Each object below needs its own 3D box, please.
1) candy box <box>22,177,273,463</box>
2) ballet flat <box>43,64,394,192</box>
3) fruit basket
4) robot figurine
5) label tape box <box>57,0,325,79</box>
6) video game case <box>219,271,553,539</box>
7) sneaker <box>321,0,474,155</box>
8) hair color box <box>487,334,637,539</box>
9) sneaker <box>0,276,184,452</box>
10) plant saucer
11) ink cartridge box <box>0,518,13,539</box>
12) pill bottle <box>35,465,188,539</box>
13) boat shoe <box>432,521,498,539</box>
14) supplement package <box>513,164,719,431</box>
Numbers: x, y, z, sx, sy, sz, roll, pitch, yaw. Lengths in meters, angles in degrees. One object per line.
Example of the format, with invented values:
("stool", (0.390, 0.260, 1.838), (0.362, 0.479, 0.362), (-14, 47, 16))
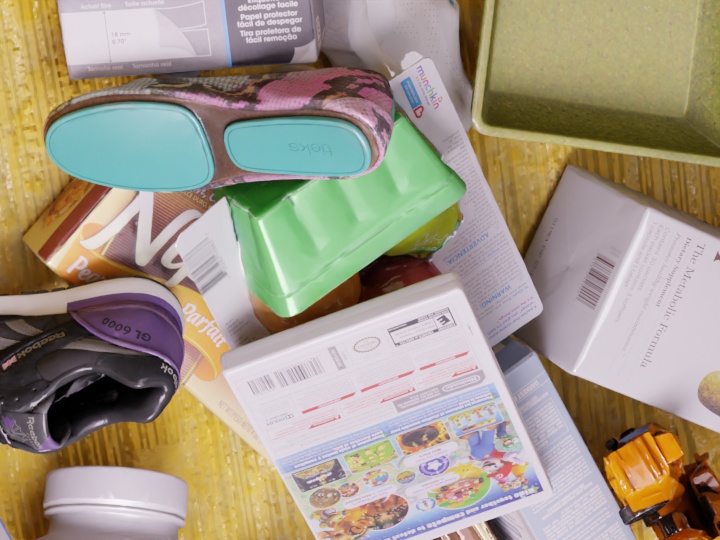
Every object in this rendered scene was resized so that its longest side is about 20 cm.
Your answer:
("candy box", (-0.087, 0.006, 1.676), (0.116, 0.055, 0.200), (-49, 117, -4))
("ballet flat", (-0.074, -0.084, 1.573), (0.199, 0.071, 0.069), (-2, 128, 17))
("fruit basket", (0.000, 0.000, 1.648), (0.185, 0.094, 0.201), (-36, 132, -12))
("robot figurine", (0.203, 0.156, 1.771), (0.058, 0.200, 0.146), (-29, 79, 9))
("label tape box", (-0.101, -0.212, 1.566), (0.143, 0.063, 0.201), (-4, 110, 7))
("video game case", (0.018, 0.091, 1.642), (0.142, 0.018, 0.200), (-20, 136, 6))
("sneaker", (0.014, -0.160, 1.671), (0.088, 0.075, 0.201), (-43, 123, -23))
("hair color box", (0.107, 0.129, 1.776), (0.060, 0.099, 0.201), (-34, 117, -11))
("sneaker", (-0.197, 0.063, 1.587), (0.199, 0.088, 0.076), (-14, 126, 8))
("plant saucer", (0.152, -0.172, 1.713), (0.199, 0.048, 0.201), (6, 91, -28))
("ink cartridge box", (-0.302, 0.169, 1.585), (0.199, 0.077, 0.137), (-16, 121, 12))
("pill bottle", (-0.149, 0.219, 1.653), (0.112, 0.112, 0.201), (10, 74, -26))
("boat shoe", (0.067, 0.217, 1.802), (0.067, 0.072, 0.201), (-30, 118, -15))
("supplement package", (0.208, 0.030, 1.776), (0.199, 0.109, 0.114), (21, 97, -28))
